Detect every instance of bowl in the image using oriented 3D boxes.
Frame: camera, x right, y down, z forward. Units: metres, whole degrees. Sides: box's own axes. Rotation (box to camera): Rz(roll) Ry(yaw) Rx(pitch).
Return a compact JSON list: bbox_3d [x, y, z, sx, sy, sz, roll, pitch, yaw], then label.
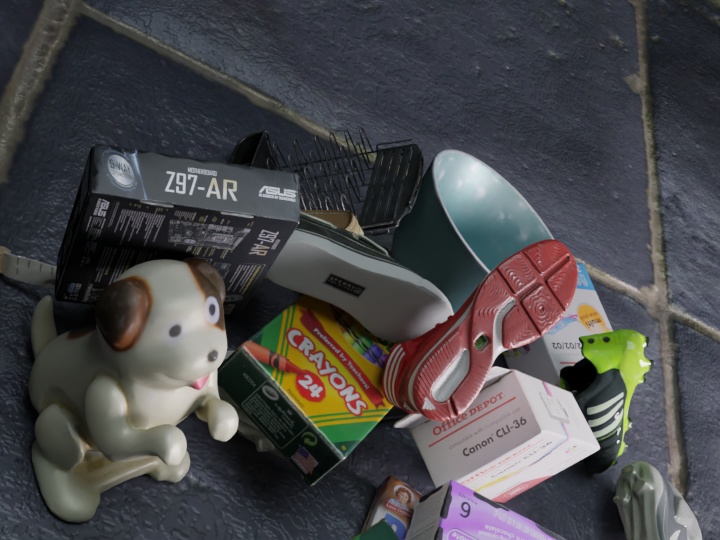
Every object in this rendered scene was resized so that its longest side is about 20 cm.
[{"bbox_3d":[0.109,-0.012,1.371,0.201,0.105,0.201,35,32,-25],"label":"bowl"}]

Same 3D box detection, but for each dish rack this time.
[{"bbox_3d":[-0.039,-0.085,1.347,0.154,0.200,0.055,-77,152,-46],"label":"dish rack"}]

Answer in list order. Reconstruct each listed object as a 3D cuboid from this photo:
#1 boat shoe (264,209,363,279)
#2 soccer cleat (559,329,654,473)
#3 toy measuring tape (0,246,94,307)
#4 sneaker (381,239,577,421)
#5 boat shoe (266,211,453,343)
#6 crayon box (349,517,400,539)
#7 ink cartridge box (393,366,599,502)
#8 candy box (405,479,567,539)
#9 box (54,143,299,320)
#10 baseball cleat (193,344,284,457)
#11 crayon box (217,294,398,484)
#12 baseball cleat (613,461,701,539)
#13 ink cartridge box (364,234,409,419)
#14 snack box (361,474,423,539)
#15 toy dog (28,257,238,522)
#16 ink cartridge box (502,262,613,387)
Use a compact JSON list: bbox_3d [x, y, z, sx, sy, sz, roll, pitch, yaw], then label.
[{"bbox_3d":[-0.098,-0.034,1.250,0.200,0.067,0.074,-9,30,1],"label":"boat shoe"},{"bbox_3d":[0.236,0.131,1.370,0.081,0.200,0.068,2,44,-3],"label":"soccer cleat"},{"bbox_3d":[-0.222,0.003,1.210,0.200,0.074,0.074,14,46,-7],"label":"toy measuring tape"},{"bbox_3d":[0.090,0.044,1.174,0.200,0.115,0.078,-39,107,-22],"label":"sneaker"},{"bbox_3d":[0.000,0.000,1.190,0.200,0.071,0.064,28,34,-29],"label":"boat shoe"},{"bbox_3d":[-0.061,0.276,1.047,0.200,0.127,0.051,-22,70,-45],"label":"crayon box"},{"bbox_3d":[0.127,0.153,1.250,0.200,0.116,0.068,24,37,-58],"label":"ink cartridge box"},{"bbox_3d":[0.108,0.309,1.165,0.168,0.072,0.200,29,53,-14],"label":"candy box"},{"bbox_3d":[-0.151,-0.024,1.085,0.160,0.200,0.044,7,64,-17],"label":"box"},{"bbox_3d":[-0.120,0.092,1.217,0.200,0.070,0.107,38,30,-15],"label":"baseball cleat"},{"bbox_3d":[-0.026,0.083,1.202,0.127,0.051,0.200,47,35,1],"label":"crayon box"},{"bbox_3d":[0.302,0.286,1.353,0.106,0.070,0.200,33,46,-25],"label":"baseball cleat"},{"bbox_3d":[0.025,0.054,1.372,0.162,0.050,0.200,-1,51,-38],"label":"ink cartridge box"},{"bbox_3d":[0.093,0.271,1.247,0.200,0.024,0.072,35,44,-9],"label":"snack box"},{"bbox_3d":[-0.173,0.072,1.078,0.139,0.200,0.194,-7,60,-42],"label":"toy dog"},{"bbox_3d":[0.218,0.087,1.470,0.115,0.068,0.200,4,54,-35],"label":"ink cartridge box"}]
